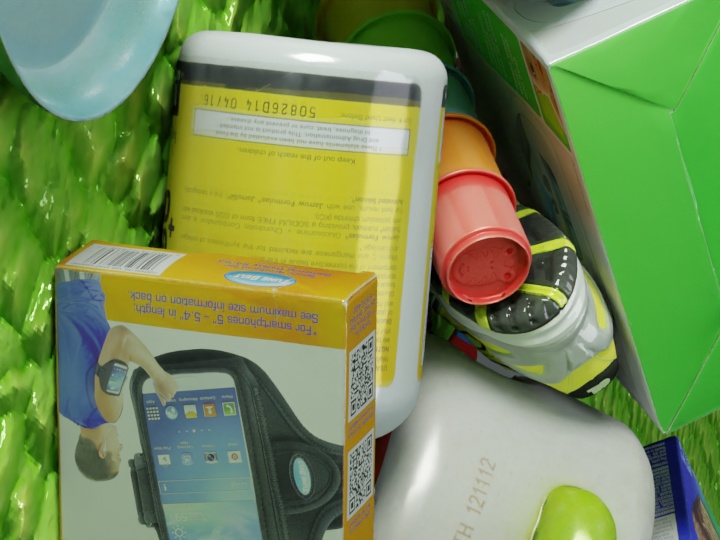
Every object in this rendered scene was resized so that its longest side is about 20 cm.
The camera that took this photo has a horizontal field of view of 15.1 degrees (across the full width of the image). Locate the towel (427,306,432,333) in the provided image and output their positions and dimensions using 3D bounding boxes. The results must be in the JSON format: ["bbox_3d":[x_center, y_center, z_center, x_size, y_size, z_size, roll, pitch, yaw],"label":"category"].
[{"bbox_3d":[0.000,0.000,1.342,0.145,0.022,0.201,-48,139,-58],"label":"towel"}]

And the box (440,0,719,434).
[{"bbox_3d":[0.121,-0.062,1.227,0.177,0.097,0.200,-126,-167,-57],"label":"box"}]

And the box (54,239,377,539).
[{"bbox_3d":[-0.056,0.094,1.042,0.041,0.119,0.201,-37,131,-66],"label":"box"}]

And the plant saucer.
[{"bbox_3d":[-0.102,-0.153,0.959,0.200,0.027,0.201,7,90,-72],"label":"plant saucer"}]

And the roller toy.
[{"bbox_3d":[0.031,0.130,1.220,0.200,0.140,0.183,-56,-164,31],"label":"roller toy"}]

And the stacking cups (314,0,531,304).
[{"bbox_3d":[0.025,-0.059,1.195,0.200,0.060,0.061,-107,-173,-51],"label":"stacking cups"}]

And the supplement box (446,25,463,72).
[{"bbox_3d":[0.100,-0.172,1.527,0.109,0.061,0.200,61,40,-63],"label":"supplement box"}]

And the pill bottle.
[{"bbox_3d":[-0.027,0.005,1.110,0.112,0.112,0.201,-7,103,-72],"label":"pill bottle"}]

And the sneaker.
[{"bbox_3d":[0.051,-0.002,1.229,0.076,0.075,0.200,55,0,-34],"label":"sneaker"}]

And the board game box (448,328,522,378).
[{"bbox_3d":[0.111,-0.003,1.451,0.196,0.056,0.200,-59,173,-5],"label":"board game box"}]

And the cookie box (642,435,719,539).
[{"bbox_3d":[0.156,0.206,1.292,0.200,0.075,0.171,-88,154,-60],"label":"cookie box"}]
